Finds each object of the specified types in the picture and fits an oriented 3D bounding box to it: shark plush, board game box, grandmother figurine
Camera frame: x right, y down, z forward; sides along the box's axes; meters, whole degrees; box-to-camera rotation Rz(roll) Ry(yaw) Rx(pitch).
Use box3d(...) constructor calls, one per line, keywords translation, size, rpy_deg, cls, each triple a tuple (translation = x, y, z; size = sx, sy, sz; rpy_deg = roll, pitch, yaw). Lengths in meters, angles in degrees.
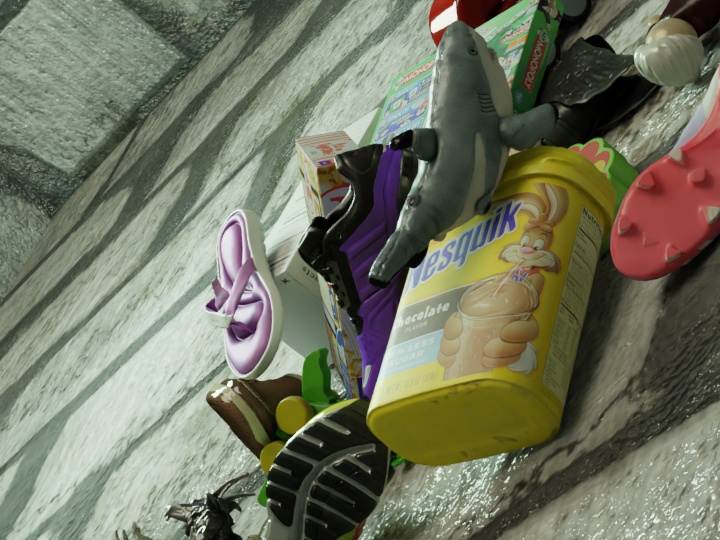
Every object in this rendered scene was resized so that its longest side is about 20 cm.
box3d(translation=(0.046, -0.072, 1.428), size=(0.091, 0.083, 0.200), rpy_deg=(9, 60, 55), cls="shark plush")
box3d(translation=(0.084, -0.150, 1.797), size=(0.200, 0.029, 0.135), rpy_deg=(-27, 33, 45), cls="board game box")
box3d(translation=(-0.009, -0.004, 1.706), size=(0.046, 0.200, 0.152), rpy_deg=(-11, 14, -6), cls="board game box")
box3d(translation=(0.261, -0.212, 1.623), size=(0.121, 0.061, 0.200), rpy_deg=(-49, 9, 51), cls="grandmother figurine")

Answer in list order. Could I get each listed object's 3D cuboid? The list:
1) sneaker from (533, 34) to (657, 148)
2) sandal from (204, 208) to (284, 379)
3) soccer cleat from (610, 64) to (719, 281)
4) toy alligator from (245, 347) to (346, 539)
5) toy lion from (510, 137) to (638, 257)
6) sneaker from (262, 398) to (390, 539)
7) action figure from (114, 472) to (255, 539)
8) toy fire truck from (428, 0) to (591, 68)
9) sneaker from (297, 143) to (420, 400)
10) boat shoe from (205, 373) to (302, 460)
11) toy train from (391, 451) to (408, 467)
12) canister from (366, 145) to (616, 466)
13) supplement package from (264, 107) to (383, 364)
box3d(translation=(0.177, -0.151, 1.738), size=(0.104, 0.060, 0.200), rpy_deg=(-52, 19, 6), cls="sneaker")
box3d(translation=(-0.112, 0.021, 1.819), size=(0.082, 0.050, 0.203), rpy_deg=(-57, 28, 28), cls="sandal")
box3d(translation=(0.234, -0.074, 1.382), size=(0.200, 0.067, 0.076), rpy_deg=(-59, -17, -5), cls="soccer cleat")
box3d(translation=(-0.046, 0.160, 1.673), size=(0.059, 0.054, 0.200), rpy_deg=(-9, -59, -61), cls="toy alligator")
box3d(translation=(0.124, -0.020, 1.588), size=(0.200, 0.069, 0.192), rpy_deg=(-50, 21, 7), cls="toy lion")
box3d(translation=(-0.024, 0.158, 1.500), size=(0.090, 0.078, 0.200), rpy_deg=(-51, -10, -54), cls="sneaker")
box3d(translation=(-0.159, 0.246, 1.702), size=(0.119, 0.102, 0.200), rpy_deg=(91, -160, -57), cls="action figure")
box3d(translation=(0.122, -0.290, 1.957), size=(0.176, 0.200, 0.129), rpy_deg=(-57, 15, -23), cls="toy fire truck")
box3d(translation=(0.000, 0.000, 1.570), size=(0.070, 0.099, 0.200), rpy_deg=(-121, 36, -76), cls="sneaker")
box3d(translation=(-0.076, 0.112, 1.740), size=(0.075, 0.075, 0.202), rpy_deg=(-43, -11, -6), cls="boat shoe")
box3d(translation=(0.040, 0.111, 1.557), size=(0.200, 0.042, 0.056), rpy_deg=(-38, 9, 44), cls="toy train")
box3d(translation=(0.090, 0.026, 1.431), size=(0.148, 0.087, 0.200), rpy_deg=(-19, 41, 39), cls="canister")
box3d(translation=(-0.011, -0.029, 1.906), size=(0.110, 0.114, 0.200), rpy_deg=(-28, 28, 56), cls="supplement package")
